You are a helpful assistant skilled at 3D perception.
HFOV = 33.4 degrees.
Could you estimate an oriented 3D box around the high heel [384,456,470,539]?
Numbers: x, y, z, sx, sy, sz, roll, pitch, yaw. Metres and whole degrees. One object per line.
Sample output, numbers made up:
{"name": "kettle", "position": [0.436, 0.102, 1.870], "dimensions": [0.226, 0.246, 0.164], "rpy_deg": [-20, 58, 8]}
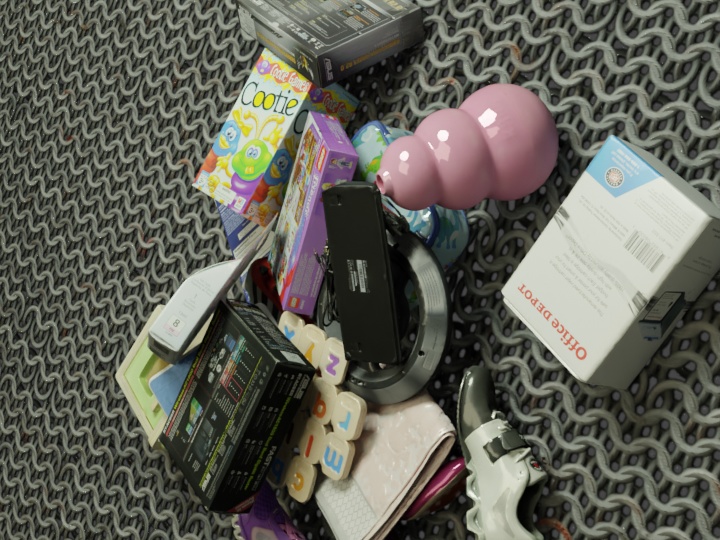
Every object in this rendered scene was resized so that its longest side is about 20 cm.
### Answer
{"name": "high heel", "position": [0.045, 0.238, 1.345], "dimensions": [0.200, 0.067, 0.097], "rpy_deg": [-45, 64, 32]}

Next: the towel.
{"name": "towel", "position": [0.013, 0.201, 1.361], "dimensions": [0.192, 0.032, 0.200], "rpy_deg": [-54, 33, 10]}

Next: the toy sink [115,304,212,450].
{"name": "toy sink", "position": [-0.223, 0.163, 1.591], "dimensions": [0.131, 0.111, 0.200], "rpy_deg": [-55, 50, 20]}

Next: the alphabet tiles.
{"name": "alphabet tiles", "position": [-0.073, 0.157, 1.395], "dimensions": [0.199, 0.015, 0.198], "rpy_deg": [27, 107, 40]}

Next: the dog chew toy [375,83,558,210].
{"name": "dog chew toy", "position": [0.109, -0.122, 1.276], "dimensions": [0.124, 0.198, 0.126], "rpy_deg": [161, 90, -73]}

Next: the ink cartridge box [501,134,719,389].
{"name": "ink cartridge box", "position": [0.255, -0.006, 1.189], "dimensions": [0.201, 0.085, 0.147], "rpy_deg": [-57, 48, 20]}

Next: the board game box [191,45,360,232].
{"name": "board game box", "position": [-0.107, -0.163, 1.528], "dimensions": [0.104, 0.103, 0.202], "rpy_deg": [29, 92, 35]}

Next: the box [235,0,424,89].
{"name": "box", "position": [-0.041, -0.315, 1.498], "dimensions": [0.200, 0.157, 0.049], "rpy_deg": [41, 150, 40]}

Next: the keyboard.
{"name": "keyboard", "position": [0.000, 0.000, 1.296], "dimensions": [0.103, 0.039, 0.203], "rpy_deg": [5, 109, 36]}

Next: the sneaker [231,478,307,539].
{"name": "sneaker", "position": [-0.085, 0.334, 1.426], "dimensions": [0.088, 0.080, 0.202], "rpy_deg": [-16, 96, 29]}

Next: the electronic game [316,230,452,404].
{"name": "electronic game", "position": [0.023, 0.048, 1.337], "dimensions": [0.198, 0.041, 0.203], "rpy_deg": [1, 92, 44]}

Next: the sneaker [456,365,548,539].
{"name": "sneaker", "position": [0.155, 0.197, 1.258], "dimensions": [0.088, 0.074, 0.203], "rpy_deg": [-13, 78, 31]}

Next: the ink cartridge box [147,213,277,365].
{"name": "ink cartridge box", "position": [-0.181, 0.016, 1.440], "dimensions": [0.201, 0.057, 0.163], "rpy_deg": [-59, 3, -14]}

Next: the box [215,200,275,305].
{"name": "box", "position": [-0.130, -0.061, 1.606], "dimensions": [0.121, 0.032, 0.202], "rpy_deg": [-39, 58, 31]}

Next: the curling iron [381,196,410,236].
{"name": "curling iron", "position": [0.007, -0.082, 1.344], "dimensions": [0.026, 0.050, 0.200], "rpy_deg": [-42, 27, -1]}

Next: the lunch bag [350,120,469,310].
{"name": "lunch bag", "position": [0.031, -0.060, 1.421], "dimensions": [0.161, 0.082, 0.201], "rpy_deg": [-49, 50, 30]}

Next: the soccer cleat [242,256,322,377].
{"name": "soccer cleat", "position": [-0.094, 0.079, 1.512], "dimensions": [0.085, 0.068, 0.202], "rpy_deg": [-41, 70, 53]}

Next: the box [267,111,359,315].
{"name": "box", "position": [-0.058, -0.068, 1.404], "dimensions": [0.137, 0.039, 0.202], "rpy_deg": [-115, 39, -62]}

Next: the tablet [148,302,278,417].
{"name": "tablet", "position": [-0.161, 0.143, 1.483], "dimensions": [0.199, 0.014, 0.131], "rpy_deg": [-34, 85, 22]}

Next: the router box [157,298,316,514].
{"name": "router box", "position": [-0.146, 0.156, 1.388], "dimensions": [0.150, 0.062, 0.202], "rpy_deg": [41, 110, 47]}
